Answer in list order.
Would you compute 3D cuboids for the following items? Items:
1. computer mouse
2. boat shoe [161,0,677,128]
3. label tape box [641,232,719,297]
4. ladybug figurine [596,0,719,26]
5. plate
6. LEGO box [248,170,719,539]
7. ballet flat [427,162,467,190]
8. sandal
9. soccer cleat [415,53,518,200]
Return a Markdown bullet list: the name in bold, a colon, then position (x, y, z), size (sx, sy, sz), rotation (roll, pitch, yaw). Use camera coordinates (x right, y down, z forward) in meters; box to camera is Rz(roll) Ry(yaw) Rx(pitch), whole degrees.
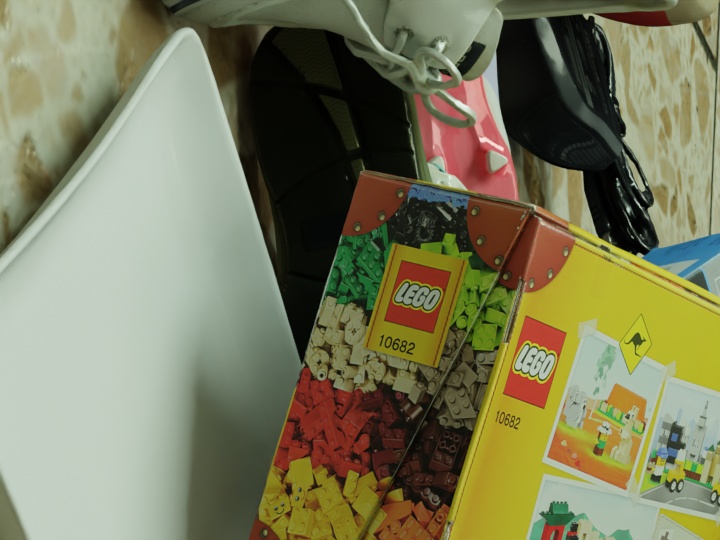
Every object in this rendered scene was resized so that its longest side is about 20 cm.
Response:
- **computer mouse**: position (0.092, -0.088, 1.152), size (0.200, 0.053, 0.139), rotation (42, 35, -63)
- **boat shoe**: position (0.028, -0.094, 0.842), size (0.201, 0.075, 0.086), rotation (-13, 93, -24)
- **label tape box**: position (0.166, 0.094, 1.101), size (0.144, 0.063, 0.201), rotation (-26, 102, -60)
- **ladybug figurine**: position (0.121, -0.176, 1.117), size (0.136, 0.072, 0.200), rotation (62, 16, -11)
- **plate**: position (-0.072, 0.051, 0.751), size (0.200, 0.032, 0.200), rotation (-61, 141, -54)
- **LEGO box**: position (0.064, 0.066, 0.833), size (0.200, 0.077, 0.149), rotation (23, 83, -51)
- **ballet flat**: position (0.028, 0.052, 0.942), size (0.072, 0.071, 0.201), rotation (-29, 112, -66)
- **sandal**: position (0.001, -0.001, 0.890), size (0.057, 0.079, 0.202), rotation (27, 61, -81)
- **soccer cleat**: position (0.032, -0.095, 1.009), size (0.076, 0.066, 0.201), rotation (166, -81, -74)
